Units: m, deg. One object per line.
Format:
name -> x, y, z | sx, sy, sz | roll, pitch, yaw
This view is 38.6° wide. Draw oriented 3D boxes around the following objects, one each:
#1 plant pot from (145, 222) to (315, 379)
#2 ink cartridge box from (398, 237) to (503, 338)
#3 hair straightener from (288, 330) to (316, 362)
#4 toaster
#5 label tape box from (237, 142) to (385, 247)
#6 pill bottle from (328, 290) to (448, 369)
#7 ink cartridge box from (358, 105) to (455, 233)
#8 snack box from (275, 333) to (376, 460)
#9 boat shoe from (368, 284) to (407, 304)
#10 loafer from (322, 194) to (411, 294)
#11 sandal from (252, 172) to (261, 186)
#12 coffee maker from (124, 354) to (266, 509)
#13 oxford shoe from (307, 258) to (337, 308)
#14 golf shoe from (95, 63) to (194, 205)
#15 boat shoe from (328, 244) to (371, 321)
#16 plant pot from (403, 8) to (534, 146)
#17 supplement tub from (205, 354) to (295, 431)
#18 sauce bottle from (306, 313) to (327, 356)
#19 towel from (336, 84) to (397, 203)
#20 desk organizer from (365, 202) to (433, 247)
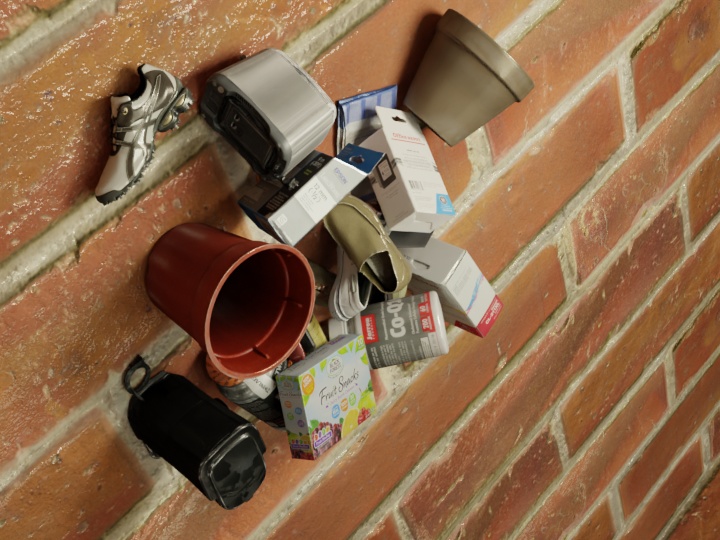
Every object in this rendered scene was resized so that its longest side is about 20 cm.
plant pot -> -0.203, 0.028, 1.509 | 0.199, 0.194, 0.203 | -22, 123, -38
ink cartridge box -> 0.164, 0.025, 1.940 | 0.083, 0.145, 0.200 | -55, 139, -13
hair straightener -> -0.126, 0.045, 1.661 | 0.077, 0.041, 0.202 | -32, 95, -53
toaster -> -0.125, -0.225, 1.486 | 0.129, 0.200, 0.114 | -42, 173, -32
label tape box -> -0.075, -0.135, 1.537 | 0.200, 0.143, 0.066 | -45, 117, -8
pill bottle -> 0.049, 0.111, 1.813 | 0.197, 0.115, 0.115 | -13, 129, 6
ink cartridge box -> 0.071, -0.168, 1.727 | 0.066, 0.202, 0.115 | -34, 158, 35
snack box -> -0.053, 0.203, 1.689 | 0.200, 0.052, 0.144 | -30, 112, -55
boat shoe -> 0.041, 0.076, 1.900 | 0.064, 0.073, 0.202 | -10, 117, -27
loafer -> 0.011, -0.042, 1.661 | 0.076, 0.068, 0.200 | -40, 103, 18
sandal -> -0.079, -0.139, 1.654 | 0.205, 0.059, 0.080 | 16, 99, -43
coffee maker -> -0.256, 0.249, 1.556 | 0.136, 0.199, 0.192 | -58, 139, -10
oxford shoe -> -0.069, 0.026, 1.744 | 0.199, 0.074, 0.071 | 14, 99, -49
golf shoe -> -0.315, -0.186, 1.391 | 0.094, 0.077, 0.201 | 37, 78, -31
boat shoe -> 0.000, 0.000, 1.742 | 0.074, 0.066, 0.202 | 45, 40, -39
plant pot -> 0.169, -0.317, 1.770 | 0.174, 0.200, 0.200 | -48, 140, 6
supplement tub -> -0.158, 0.176, 1.686 | 0.123, 0.122, 0.200 | -58, 139, -9
sauce bottle -> -0.085, 0.139, 1.793 | 0.066, 0.066, 0.201 | -44, 138, -23
towel -> 0.014, -0.206, 1.762 | 0.146, 0.024, 0.202 | -23, 124, -39
desk organizer -> 0.049, -0.090, 1.786 | 0.199, 0.077, 0.072 | -2, 128, -53
